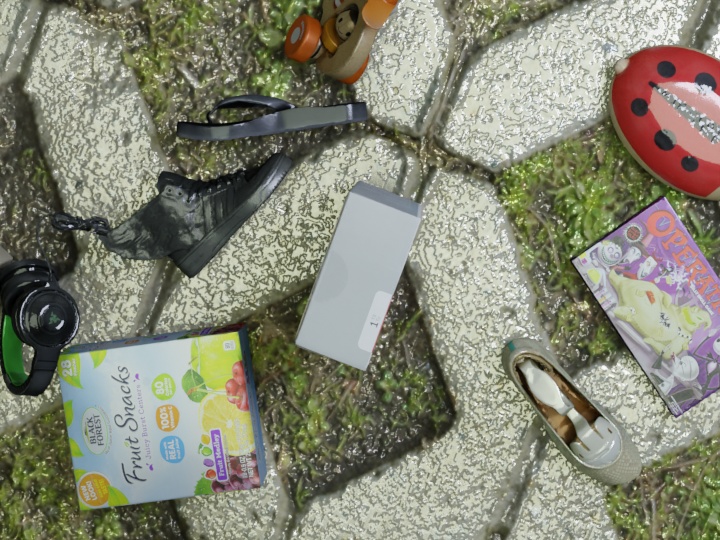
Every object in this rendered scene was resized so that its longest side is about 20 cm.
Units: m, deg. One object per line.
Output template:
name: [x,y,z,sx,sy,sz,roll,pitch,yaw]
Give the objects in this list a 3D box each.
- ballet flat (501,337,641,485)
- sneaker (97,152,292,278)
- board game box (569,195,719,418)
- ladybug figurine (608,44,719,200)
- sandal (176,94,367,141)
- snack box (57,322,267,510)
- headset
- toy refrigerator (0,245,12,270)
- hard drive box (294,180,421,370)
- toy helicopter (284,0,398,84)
ballet flat: [0.218,0.155,1.653,0.067,0.062,0.200,-44,93,7]
sneaker: [-0.171,-0.072,1.648,0.104,0.060,0.200,43,101,-6]
board game box: [0.322,0.038,1.655,0.119,0.032,0.201,-35,93,2]
ladybug figurine: [0.340,-0.151,1.609,0.199,0.072,0.137,33,97,-1]
sandal: [-0.093,-0.163,1.632,0.197,0.076,0.043,-8,98,-7]
snack box: [-0.208,0.154,1.671,0.197,0.068,0.171,-8,96,5]
headset: [-0.322,0.033,1.638,0.093,0.124,0.202,4,115,-32]
toy refrigerator: [-0.464,0.040,1.667,0.070,0.076,0.200,43,97,-2]
hard drive box: [0.000,0.000,1.578,0.076,0.200,0.158,20,97,1]
toy helicopter: [0.005,-0.290,1.592,0.078,0.132,0.202,21,79,-28]
